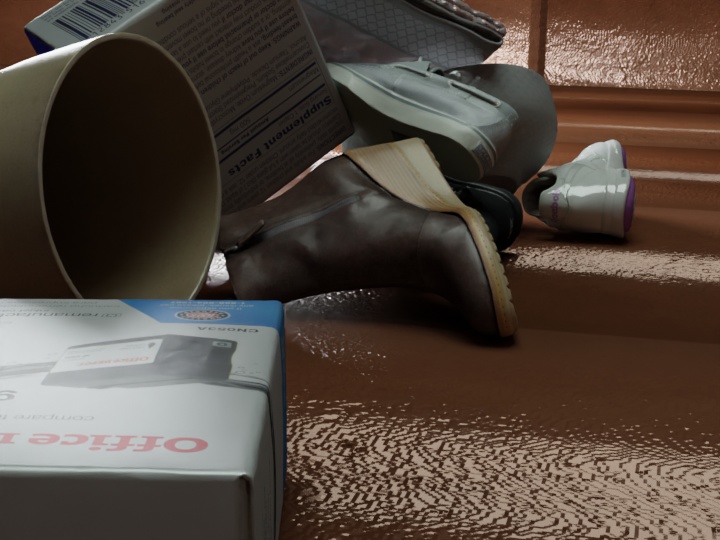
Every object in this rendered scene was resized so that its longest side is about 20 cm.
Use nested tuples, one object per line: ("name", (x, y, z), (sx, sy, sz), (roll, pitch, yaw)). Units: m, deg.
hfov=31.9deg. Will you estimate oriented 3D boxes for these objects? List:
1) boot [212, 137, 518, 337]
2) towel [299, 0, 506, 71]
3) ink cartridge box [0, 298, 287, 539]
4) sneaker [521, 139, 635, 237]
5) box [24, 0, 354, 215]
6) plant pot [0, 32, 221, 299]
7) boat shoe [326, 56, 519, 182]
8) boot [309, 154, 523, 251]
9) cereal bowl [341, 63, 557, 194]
("boot", (0.000, 0.000, 0.844), (0.166, 0.072, 0.200), (-24, 46, -5))
("towel", (-0.002, -0.193, 1.103), (0.200, 0.032, 0.191), (23, -33, -18))
("ink cartridge box", (-0.103, 0.073, 0.465), (0.145, 0.084, 0.200), (1, 13, -1))
("sneaker", (0.201, -0.082, 1.177), (0.099, 0.075, 0.200), (3, 13, 6))
("box", (-0.130, -0.149, 1.000), (0.184, 0.200, 0.105), (-39, 40, -17))
("plant pot", (-0.226, -0.053, 0.826), (0.200, 0.188, 0.187), (-1, 11, 26))
("boat shoe", (0.046, -0.134, 1.025), (0.072, 0.070, 0.201), (-44, 48, -19))
("boot", (0.022, -0.045, 0.998), (0.200, 0.077, 0.168), (12, 12, 18))
("cereal bowl", (0.088, -0.102, 1.143), (0.200, 0.083, 0.200), (-14, -20, -5))
